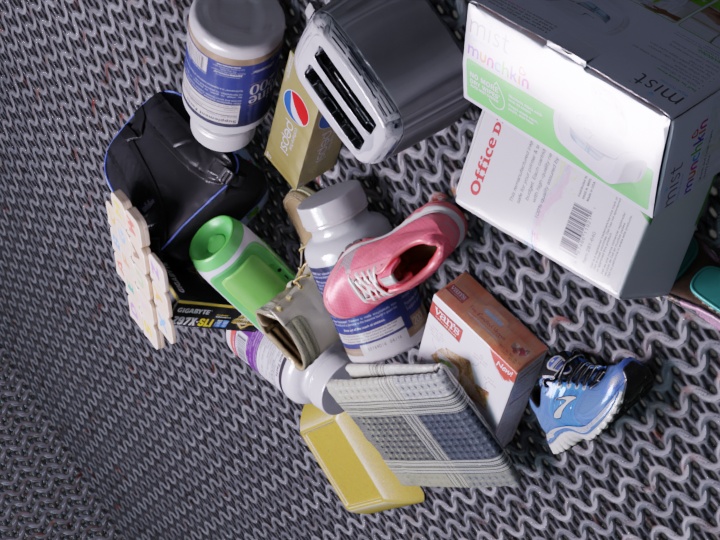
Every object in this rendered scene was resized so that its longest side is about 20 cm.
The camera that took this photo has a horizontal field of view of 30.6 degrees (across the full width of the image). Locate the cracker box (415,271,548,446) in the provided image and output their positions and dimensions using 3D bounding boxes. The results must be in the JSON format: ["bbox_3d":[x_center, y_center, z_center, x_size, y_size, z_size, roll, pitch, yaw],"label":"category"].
[{"bbox_3d":[0.132,0.115,1.521,0.134,0.057,0.201,44,148,24],"label":"cracker box"}]

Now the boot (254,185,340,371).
[{"bbox_3d":[-0.073,0.008,1.644,0.201,0.154,0.072,58,151,-2],"label":"boot"}]

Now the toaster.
[{"bbox_3d":[0.026,-0.196,1.310,0.201,0.128,0.114,55,153,6],"label":"toaster"}]

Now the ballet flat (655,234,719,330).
[{"bbox_3d":[0.294,0.012,1.160,0.199,0.069,0.071,38,166,33],"label":"ballet flat"}]

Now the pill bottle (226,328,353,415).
[{"bbox_3d":[-0.087,0.114,1.819,0.199,0.111,0.112,34,144,37],"label":"pill bottle"}]

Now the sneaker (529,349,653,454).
[{"bbox_3d":[0.226,0.126,1.359,0.090,0.078,0.200,53,152,5],"label":"sneaker"}]

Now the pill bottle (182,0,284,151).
[{"bbox_3d":[-0.155,-0.236,1.568,0.111,0.110,0.201,47,150,19],"label":"pill bottle"}]

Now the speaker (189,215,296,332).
[{"bbox_3d":[-0.132,0.017,1.698,0.088,0.089,0.200,20,159,49],"label":"speaker"}]

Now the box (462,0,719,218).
[{"bbox_3d":[0.208,-0.160,1.001,0.199,0.176,0.097,37,146,32],"label":"box"}]

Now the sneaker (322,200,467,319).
[{"bbox_3d":[0.027,-0.003,1.449,0.199,0.087,0.074,-36,102,27],"label":"sneaker"}]

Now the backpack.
[{"bbox_3d":[-0.234,-0.120,1.746,0.200,0.183,0.147,49,-173,29],"label":"backpack"}]

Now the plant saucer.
[{"bbox_3d":[-0.012,0.273,1.923,0.201,0.048,0.200,58,153,1],"label":"plant saucer"}]

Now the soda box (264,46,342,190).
[{"bbox_3d":[-0.055,-0.183,1.519,0.064,0.067,0.201,48,151,17],"label":"soda box"}]

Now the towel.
[{"bbox_3d":[0.075,0.183,1.555,0.198,0.035,0.193,-9,126,45],"label":"towel"}]

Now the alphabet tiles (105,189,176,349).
[{"bbox_3d":[-0.286,0.001,1.690,0.196,0.014,0.202,45,147,46],"label":"alphabet tiles"}]

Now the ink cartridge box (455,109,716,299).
[{"bbox_3d":[0.194,-0.085,1.138,0.199,0.083,0.146,34,114,39],"label":"ink cartridge box"}]

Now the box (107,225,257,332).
[{"bbox_3d":[-0.234,-0.002,1.791,0.050,0.158,0.201,-55,50,23],"label":"box"}]

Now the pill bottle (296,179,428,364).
[{"bbox_3d":[0.000,0.000,1.566,0.110,0.110,0.202,2,120,57],"label":"pill bottle"}]
